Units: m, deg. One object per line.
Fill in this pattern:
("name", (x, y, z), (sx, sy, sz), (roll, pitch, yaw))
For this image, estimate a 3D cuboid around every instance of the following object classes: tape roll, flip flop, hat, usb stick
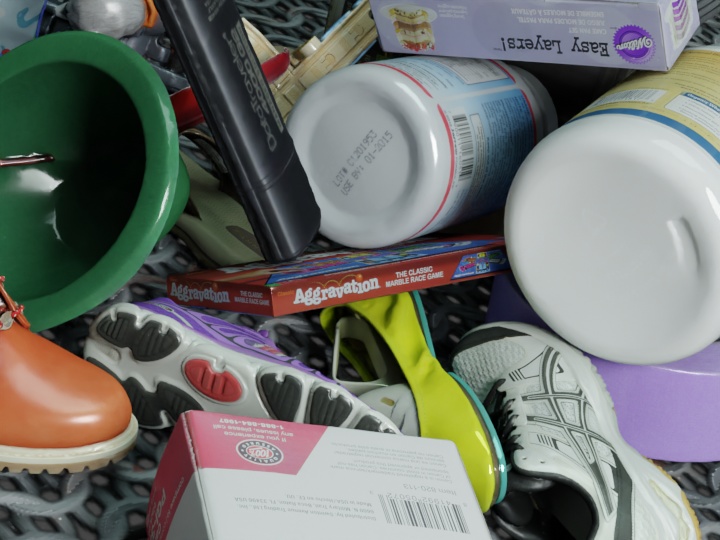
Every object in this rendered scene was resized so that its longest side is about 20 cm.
("tape roll", (0.178, 0.033, 1.170), (0.200, 0.066, 0.200), (7, 29, -4))
("flip flop", (-0.102, -0.053, 1.169), (0.200, 0.058, 0.081), (37, 34, 24))
("hat", (-0.129, -0.038, 1.094), (0.176, 0.200, 0.166), (27, 33, -62))
("usb stick", (-0.068, -0.093, 1.031), (0.033, 0.200, 0.055), (-5, 35, 25))

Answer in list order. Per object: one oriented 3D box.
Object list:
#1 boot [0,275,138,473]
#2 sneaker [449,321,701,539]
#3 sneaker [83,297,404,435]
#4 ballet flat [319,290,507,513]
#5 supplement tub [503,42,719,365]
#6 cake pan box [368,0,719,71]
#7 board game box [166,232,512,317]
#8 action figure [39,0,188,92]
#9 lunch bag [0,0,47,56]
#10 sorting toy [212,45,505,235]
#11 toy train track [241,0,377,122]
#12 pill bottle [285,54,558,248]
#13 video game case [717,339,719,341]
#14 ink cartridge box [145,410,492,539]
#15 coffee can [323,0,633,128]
("boot", (-0.196, 0.027, 0.940), (0.200, 0.107, 0.075), (23, 29, -1))
("sneaker", (0.099, 0.099, 1.039), (0.088, 0.076, 0.200), (-5, 39, -37))
("sneaker", (-0.047, 0.064, 1.005), (0.200, 0.081, 0.083), (30, 26, 15))
("ballet flat", (0.021, 0.071, 1.055), (0.067, 0.067, 0.200), (-4, 32, -14))
("supplement tub", (0.186, -0.046, 1.099), (0.145, 0.145, 0.200), (32, 36, 17))
("cake pan box", (0.132, -0.192, 1.160), (0.200, 0.052, 0.184), (6, 40, 28))
("board game box", (0.000, 0.000, 1.091), (0.200, 0.019, 0.103), (-10, 8, -38))
("action figure", (-0.177, -0.201, 1.318), (0.200, 0.105, 0.193), (21, 21, -4))
("lunch bag", (-0.287, -0.177, 1.141), (0.200, 0.170, 0.127), (8, 34, -20))
("sorting toy", (0.007, -0.082, 1.313), (0.200, 0.036, 0.185), (15, 31, -2))
("toy train track", (-0.011, -0.141, 1.206), (0.115, 0.033, 0.200), (47, 68, -11))
("pill bottle", (0.045, -0.080, 1.174), (0.109, 0.109, 0.200), (34, 24, 21))
("video game case", (0.312, 0.079, 1.250), (0.181, 0.026, 0.200), (21, 30, 1))
("ink cartridge box", (-0.010, 0.162, 0.864), (0.146, 0.083, 0.200), (9, 33, -20))
("coffee can", (0.093, -0.175, 1.324), (0.200, 0.146, 0.146), (21, 30, 9))
